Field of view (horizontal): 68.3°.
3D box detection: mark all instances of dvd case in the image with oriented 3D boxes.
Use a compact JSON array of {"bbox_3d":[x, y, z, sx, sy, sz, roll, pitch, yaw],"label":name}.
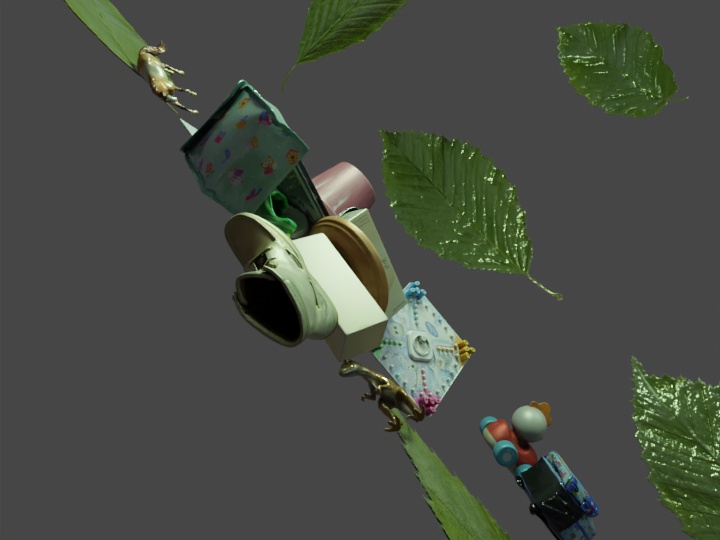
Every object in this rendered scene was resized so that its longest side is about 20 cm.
[{"bbox_3d":[-0.123,-0.139,0.992,0.151,0.016,0.199,63,-22,-12],"label":"dvd case"}]

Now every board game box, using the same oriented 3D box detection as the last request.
[{"bbox_3d":[0.122,0.148,1.053,0.201,0.026,0.200,49,49,-2],"label":"board game box"}]

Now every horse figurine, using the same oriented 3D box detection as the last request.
[{"bbox_3d":[-0.421,-0.411,1.129,0.202,0.050,0.132,59,25,16],"label":"horse figurine"}]

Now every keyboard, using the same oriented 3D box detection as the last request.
[{"bbox_3d":[-0.311,-0.240,1.091,0.201,0.011,0.056,51,5,25],"label":"keyboard"}]

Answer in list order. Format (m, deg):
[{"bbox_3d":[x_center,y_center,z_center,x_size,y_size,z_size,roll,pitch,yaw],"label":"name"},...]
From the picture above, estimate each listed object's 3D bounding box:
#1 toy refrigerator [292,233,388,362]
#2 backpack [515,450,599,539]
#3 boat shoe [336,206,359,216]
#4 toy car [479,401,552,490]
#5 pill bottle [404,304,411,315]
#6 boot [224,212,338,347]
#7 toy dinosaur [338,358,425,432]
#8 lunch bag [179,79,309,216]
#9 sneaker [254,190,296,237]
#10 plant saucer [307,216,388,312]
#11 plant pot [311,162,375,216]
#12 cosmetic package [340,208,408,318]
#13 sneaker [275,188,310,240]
[{"bbox_3d":[-0.046,0.038,0.814,0.201,0.075,0.071,52,-36,33],"label":"toy refrigerator"},{"bbox_3d":[0.495,0.573,1.284,0.201,0.134,0.183,51,6,-1],"label":"backpack"},{"bbox_3d":[-0.052,-0.064,1.093,0.070,0.066,0.201,43,47,-5],"label":"boat shoe"},{"bbox_3d":[0.456,0.453,1.457,0.177,0.200,0.184,47,5,-6],"label":"toy car"},{"bbox_3d":[0.059,0.094,1.197,0.115,0.114,0.200,48,5,0],"label":"pill bottle"},{"bbox_3d":[-0.113,0.004,0.628,0.201,0.072,0.155,50,7,8],"label":"boot"},{"bbox_3d":[0.052,0.184,0.753,0.200,0.060,0.106,46,4,-32],"label":"toy dinosaur"},{"bbox_3d":[-0.201,-0.209,0.874,0.122,0.170,0.201,37,11,-47],"label":"lunch bag"},{"bbox_3d":[-0.167,-0.109,0.923,0.201,0.083,0.074,51,6,34],"label":"sneaker"},{"bbox_3d":[-0.034,0.009,0.908,0.199,0.037,0.203,30,-47,38],"label":"plant saucer"},{"bbox_3d":[-0.068,-0.155,1.279,0.199,0.179,0.201,41,-16,15],"label":"plant pot"},{"bbox_3d":[0.000,0.000,0.995,0.073,0.103,0.203,-5,-64,53],"label":"cosmetic package"},{"bbox_3d":[-0.161,-0.090,1.033,0.201,0.072,0.115,46,-17,34],"label":"sneaker"}]
